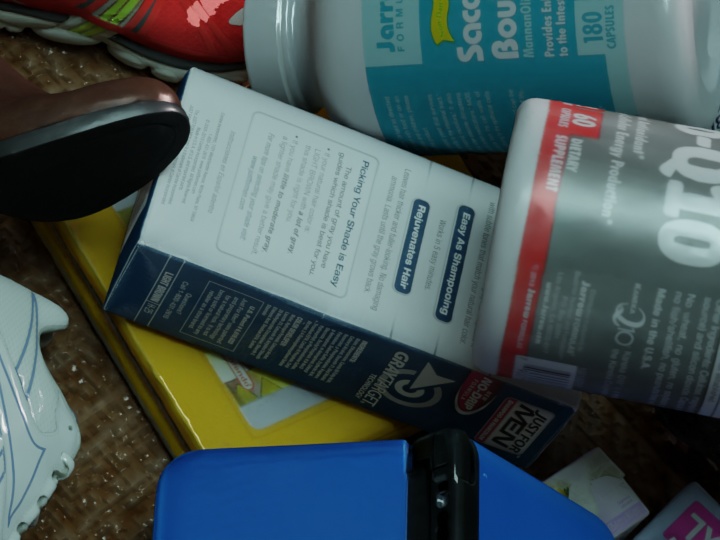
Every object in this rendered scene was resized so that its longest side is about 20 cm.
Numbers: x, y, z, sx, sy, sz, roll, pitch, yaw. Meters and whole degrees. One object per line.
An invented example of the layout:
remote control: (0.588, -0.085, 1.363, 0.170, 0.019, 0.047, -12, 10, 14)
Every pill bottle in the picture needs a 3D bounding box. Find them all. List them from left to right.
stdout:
pill bottle: (0.053, -0.106, 1.250, 0.199, 0.111, 0.111, -3, 54, 17)
pill bottle: (0.151, 0.003, 1.153, 0.199, 0.114, 0.114, 10, 55, 3)

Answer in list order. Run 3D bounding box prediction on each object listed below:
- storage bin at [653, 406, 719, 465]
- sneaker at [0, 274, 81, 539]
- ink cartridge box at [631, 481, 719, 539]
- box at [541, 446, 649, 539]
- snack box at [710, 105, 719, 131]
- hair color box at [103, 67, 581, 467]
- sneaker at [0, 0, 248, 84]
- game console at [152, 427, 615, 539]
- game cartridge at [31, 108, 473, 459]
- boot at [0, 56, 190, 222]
storage bin: (0.252, 0.050, 1.314, 0.200, 0.094, 0.135, 33, 54, -1)
sneaker: (-0.152, 0.080, 1.151, 0.087, 0.074, 0.201, 14, 58, -26)
ink cartridge box: (0.120, 0.191, 1.209, 0.119, 0.042, 0.200, 45, 56, 9)
box: (0.037, 0.139, 1.206, 0.200, 0.041, 0.039, -30, 75, -32)
snack box: (0.169, -0.096, 1.306, 0.053, 0.200, 0.143, 27, 50, -36)
hair color box: (0.000, 0.000, 1.229, 0.199, 0.061, 0.100, 21, 54, -9)
sneaker: (-0.100, -0.140, 1.296, 0.199, 0.085, 0.077, 7, 59, -17)
game console: (0.012, 0.175, 1.139, 0.171, 0.118, 0.201, 33, 48, -40)
game cartridge: (-0.025, -0.001, 1.273, 0.200, 0.032, 0.177, -23, 71, -30)
boot: (-0.166, -0.113, 1.219, 0.068, 0.188, 0.201, 35, 43, -55)
